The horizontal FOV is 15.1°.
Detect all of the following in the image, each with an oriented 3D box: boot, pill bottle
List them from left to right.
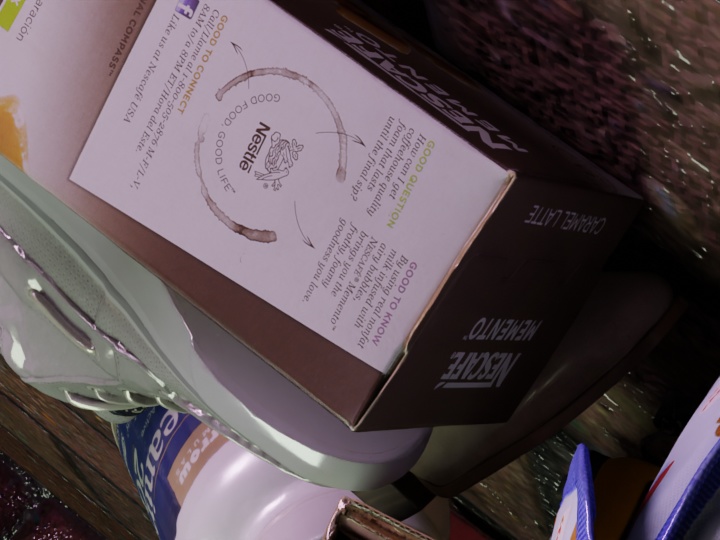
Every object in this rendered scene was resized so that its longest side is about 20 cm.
[{"bbox_3d":[-0.057,0.016,0.841,0.200,0.073,0.096,45,143,26],"label":"boot"},{"bbox_3d":[-0.029,0.088,1.087,0.111,0.111,0.200,48,-177,-30],"label":"pill bottle"},{"bbox_3d":[0.000,0.000,0.859,0.146,0.070,0.200,50,141,-1],"label":"boot"}]

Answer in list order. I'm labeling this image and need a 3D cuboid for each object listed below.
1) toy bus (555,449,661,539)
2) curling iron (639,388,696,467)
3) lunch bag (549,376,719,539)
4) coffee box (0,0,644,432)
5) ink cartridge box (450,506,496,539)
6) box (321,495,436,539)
[{"bbox_3d":[0.095,0.109,0.919,0.078,0.065,0.200,25,172,5],"label":"toy bus"},{"bbox_3d":[0.136,0.062,0.795,0.049,0.026,0.200,34,171,-16],"label":"curling iron"},{"bbox_3d":[0.098,0.074,0.552,0.124,0.200,0.170,38,168,10],"label":"lunch bag"},{"bbox_3d":[-0.035,-0.045,0.747,0.200,0.080,0.114,37,-167,21],"label":"coffee box"},{"bbox_3d":[0.104,0.222,1.326,0.199,0.084,0.145,34,166,30],"label":"ink cartridge box"},{"bbox_3d":[0.060,0.127,0.822,0.163,0.021,0.200,27,168,4],"label":"box"}]
